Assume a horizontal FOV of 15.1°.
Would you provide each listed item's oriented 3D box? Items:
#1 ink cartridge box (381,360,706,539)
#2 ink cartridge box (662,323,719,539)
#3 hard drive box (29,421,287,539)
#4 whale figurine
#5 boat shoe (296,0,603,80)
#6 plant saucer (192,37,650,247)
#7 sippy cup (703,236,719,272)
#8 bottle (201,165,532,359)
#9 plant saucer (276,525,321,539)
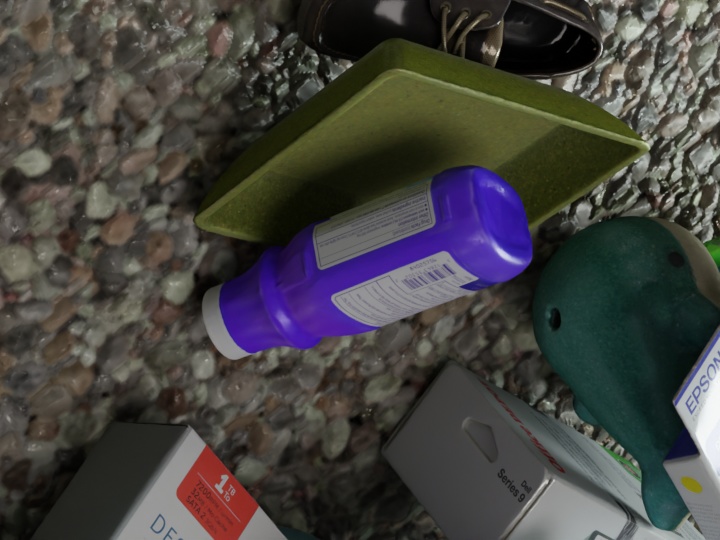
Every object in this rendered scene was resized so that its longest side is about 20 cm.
[{"bbox_3d":[0.129,0.159,1.785,0.200,0.146,0.084,30,102,-39],"label":"ink cartridge box"},{"bbox_3d":[0.259,0.081,1.683,0.198,0.047,0.200,-53,126,-32],"label":"ink cartridge box"},{"bbox_3d":[-0.135,0.215,1.634,0.156,0.077,0.200,51,56,-30],"label":"hard drive box"},{"bbox_3d":[0.172,0.063,1.729,0.104,0.200,0.159,0,157,-32],"label":"whale figurine"},{"bbox_3d":[0.060,-0.149,1.611,0.200,0.073,0.075,-5,118,-29],"label":"boat shoe"},{"bbox_3d":[0.032,-0.069,1.608,0.199,0.048,0.200,14,146,-36],"label":"plant saucer"},{"bbox_3d":[0.256,0.076,1.824,0.140,0.130,0.178,-40,130,-5],"label":"sippy cup"},{"bbox_3d":[0.000,0.000,1.609,0.200,0.065,0.083,-21,156,26],"label":"bottle"},{"bbox_3d":[-0.083,0.260,1.791,0.200,0.027,0.201,-15,124,-24],"label":"plant saucer"}]
